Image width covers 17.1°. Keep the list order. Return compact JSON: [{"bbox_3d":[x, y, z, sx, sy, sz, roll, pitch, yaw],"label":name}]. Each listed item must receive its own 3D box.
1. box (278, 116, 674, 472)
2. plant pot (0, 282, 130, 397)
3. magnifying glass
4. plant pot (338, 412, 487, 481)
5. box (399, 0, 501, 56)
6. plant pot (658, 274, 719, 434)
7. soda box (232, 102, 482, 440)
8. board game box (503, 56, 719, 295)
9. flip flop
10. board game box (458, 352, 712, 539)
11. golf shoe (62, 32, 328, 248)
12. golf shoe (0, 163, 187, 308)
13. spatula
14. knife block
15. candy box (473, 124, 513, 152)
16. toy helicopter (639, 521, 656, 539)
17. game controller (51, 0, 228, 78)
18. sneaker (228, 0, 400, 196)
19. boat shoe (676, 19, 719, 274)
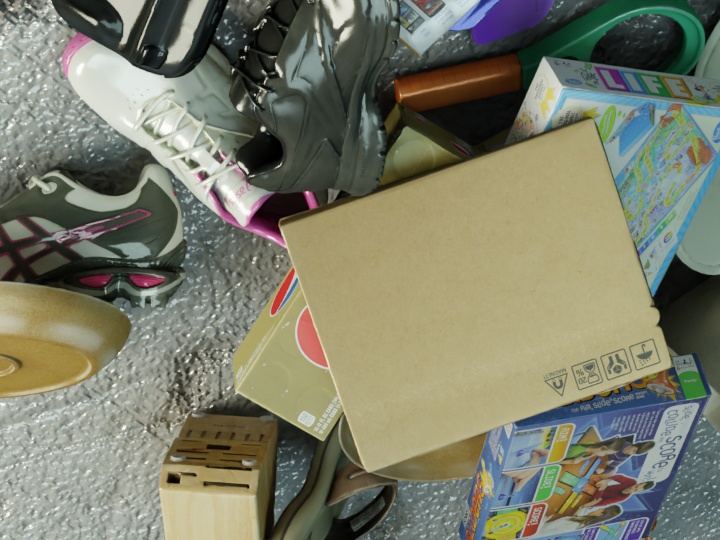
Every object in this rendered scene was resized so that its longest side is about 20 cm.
[{"bbox_3d":[0.070,0.014,1.434,0.200,0.021,0.164,-19,101,0],"label":"box"},{"bbox_3d":[-0.240,0.047,1.452,0.200,0.028,0.200,-1,163,0],"label":"plant pot"},{"bbox_3d":[0.120,-0.129,1.503,0.200,0.022,0.080,-11,139,-6],"label":"magnifying glass"},{"bbox_3d":[0.080,0.075,1.540,0.200,0.028,0.200,-11,147,-8],"label":"plant pot"},{"bbox_3d":[0.023,-0.214,1.375,0.119,0.042,0.200,-42,119,16],"label":"box"},{"bbox_3d":[0.326,0.042,1.630,0.200,0.187,0.187,-41,130,-2],"label":"plant pot"},{"bbox_3d":[0.000,0.000,1.479,0.068,0.064,0.200,30,102,-12],"label":"soda box"},{"bbox_3d":[0.142,-0.037,1.505,0.134,0.034,0.200,5,127,-26],"label":"board game box"},{"bbox_3d":[-0.009,0.153,1.602,0.057,0.200,0.081,17,140,18],"label":"flip flop"},{"bbox_3d":[0.146,0.131,1.597,0.135,0.035,0.200,-8,148,-13],"label":"board game box"},{"bbox_3d":[-0.090,-0.081,1.430,0.200,0.092,0.075,30,115,-33],"label":"golf shoe"},{"bbox_3d":[-0.207,-0.020,1.465,0.200,0.077,0.088,-3,99,-8],"label":"golf shoe"},{"bbox_3d":[0.028,-0.155,1.453,0.200,0.021,0.057,-12,131,-9],"label":"spatula"},{"bbox_3d":[-0.093,0.190,1.595,0.064,0.200,0.176,3,100,2],"label":"knife block"},{"bbox_3d":[0.076,-0.015,1.561,0.200,0.055,0.115,-28,131,6],"label":"candy box"},{"bbox_3d":[0.172,0.161,1.729,0.132,0.079,0.200,11,116,-22],"label":"toy helicopter"},{"bbox_3d":[-0.107,-0.206,1.328,0.042,0.104,0.200,-31,151,-57],"label":"game controller"},{"bbox_3d":[-0.029,-0.124,1.351,0.091,0.076,0.200,-8,124,-17],"label":"sneaker"},{"bbox_3d":[0.253,-0.097,1.551,0.060,0.072,0.202,-26,134,-55],"label":"boat shoe"}]
